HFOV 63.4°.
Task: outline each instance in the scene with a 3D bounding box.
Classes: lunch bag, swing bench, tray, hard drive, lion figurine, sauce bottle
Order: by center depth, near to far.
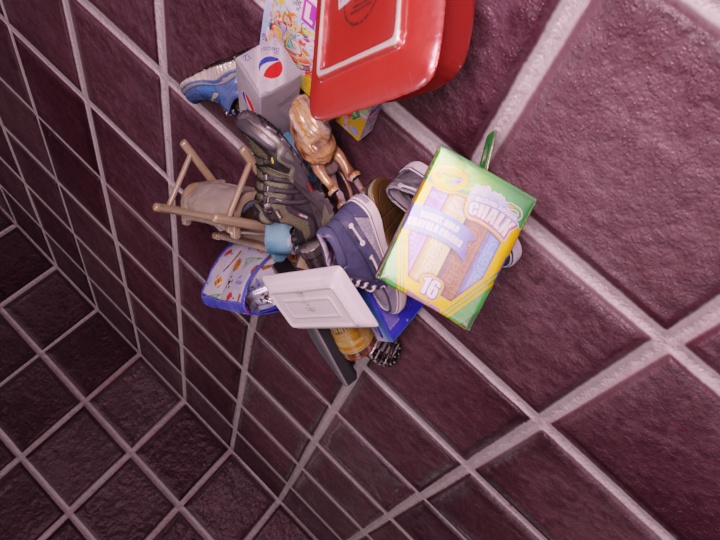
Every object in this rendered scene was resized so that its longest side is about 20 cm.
[{"bbox_3d":[-0.047,-0.160,0.830,0.124,0.071,0.200,55,175,9],"label":"lion figurine"},{"bbox_3d":[-0.068,0.049,0.845,0.196,0.022,0.109,-7,123,48],"label":"tray"},{"bbox_3d":[-0.038,0.045,0.899,0.065,0.066,0.204,5,130,47],"label":"sauce bottle"},{"bbox_3d":[-0.204,-0.109,0.985,0.195,0.134,0.198,13,167,42],"label":"swing bench"},{"bbox_3d":[-0.077,0.088,0.998,0.139,0.032,0.204,41,160,57],"label":"hard drive"},{"bbox_3d":[-0.188,0.005,1.089,0.167,0.200,0.127,4,130,46],"label":"lunch bag"}]

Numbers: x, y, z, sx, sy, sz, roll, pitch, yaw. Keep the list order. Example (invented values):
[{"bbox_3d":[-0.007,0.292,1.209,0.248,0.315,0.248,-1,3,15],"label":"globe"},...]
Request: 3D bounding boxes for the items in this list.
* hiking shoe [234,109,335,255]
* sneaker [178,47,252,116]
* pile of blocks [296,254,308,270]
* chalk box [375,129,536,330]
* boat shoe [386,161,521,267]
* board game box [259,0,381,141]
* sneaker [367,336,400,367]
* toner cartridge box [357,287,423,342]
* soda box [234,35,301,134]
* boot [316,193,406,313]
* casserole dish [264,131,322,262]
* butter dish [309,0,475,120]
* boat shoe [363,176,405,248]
[{"bbox_3d":[-0.114,-0.113,0.781,0.202,0.100,0.076,53,180,-26],"label":"hiking shoe"},{"bbox_3d":[-0.221,-0.285,0.935,0.196,0.078,0.091,6,128,47],"label":"sneaker"},{"bbox_3d":[-0.019,0.008,0.976,0.081,0.064,0.198,1,156,47],"label":"pile of blocks"},{"bbox_3d":[0.116,-0.059,0.673,0.121,0.205,0.124,28,-173,2],"label":"chalk box"},{"bbox_3d":[0.119,-0.063,0.767,0.199,0.068,0.072,41,148,11],"label":"boat shoe"},{"bbox_3d":[-0.047,-0.287,0.762,0.199,0.034,0.135,43,148,9],"label":"board game box"},{"bbox_3d":[-0.001,0.110,1.072,0.199,0.068,0.090,38,173,-37],"label":"sneaker"},{"bbox_3d":[0.022,0.003,0.930,0.042,0.095,0.204,-2,123,51],"label":"toner cartridge box"},{"bbox_3d":[-0.131,-0.237,0.830,0.064,0.067,0.200,55,165,5],"label":"soda box"},{"bbox_3d":[0.000,0.000,0.830,0.072,0.090,0.204,19,141,47],"label":"boot"},{"bbox_3d":[-0.095,-0.112,0.886,0.037,0.121,0.208,12,94,18],"label":"casserole dish"},{"bbox_3d":[0.050,-0.253,0.590,0.197,0.144,0.208,0,86,52],"label":"butter dish"},{"bbox_3d":[0.046,-0.042,0.873,0.063,0.073,0.204,0,125,43],"label":"boat shoe"}]
